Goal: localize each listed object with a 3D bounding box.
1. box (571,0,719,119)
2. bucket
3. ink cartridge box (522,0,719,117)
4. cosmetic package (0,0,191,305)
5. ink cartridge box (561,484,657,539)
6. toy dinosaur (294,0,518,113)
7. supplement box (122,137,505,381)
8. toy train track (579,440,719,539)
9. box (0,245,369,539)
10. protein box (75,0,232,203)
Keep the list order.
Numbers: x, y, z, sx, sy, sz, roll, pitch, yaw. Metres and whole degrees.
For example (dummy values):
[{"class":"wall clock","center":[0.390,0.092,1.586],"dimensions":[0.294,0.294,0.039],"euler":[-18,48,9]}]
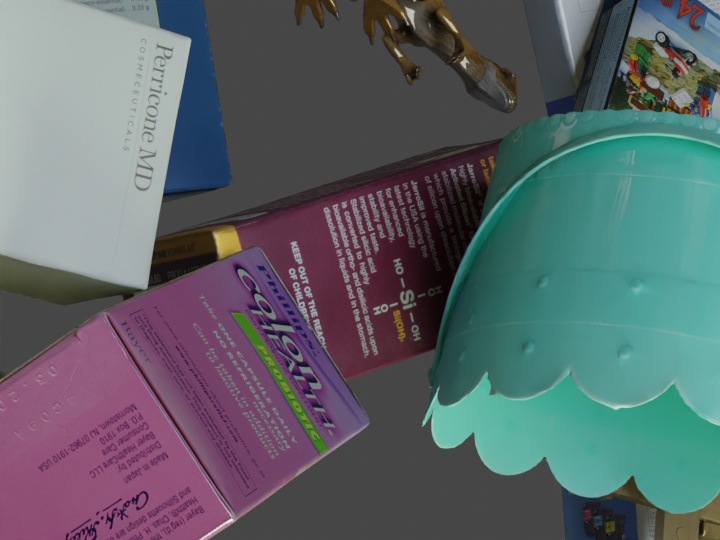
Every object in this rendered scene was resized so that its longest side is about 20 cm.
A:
[{"class":"box","center":[0.196,-0.046,1.428],"dimensions":[0.200,0.038,0.137],"euler":[32,53,-20]},{"class":"bucket","center":[0.136,0.021,1.242],"dimensions":[0.207,0.207,0.135],"euler":[18,73,-27]},{"class":"ink cartridge box","center":[0.144,-0.140,1.476],"dimensions":[0.119,0.042,0.200],"euler":[-12,88,-29]},{"class":"cosmetic package","center":[-0.177,-0.062,1.105],"dimensions":[0.200,0.081,0.113],"euler":[13,78,-28]},{"class":"ink cartridge box","center":[0.175,0.100,1.446],"dimensions":[0.136,0.076,0.200],"euler":[-1,86,-30]},{"class":"toy dinosaur","center":[0.012,-0.159,1.404],"dimensions":[0.106,0.060,0.200],"euler":[-42,112,-51]},{"class":"supplement box","center":[0.000,0.000,1.337],"dimensions":[0.200,0.110,0.086],"euler":[-18,95,-30]},{"class":"toy train track","center":[0.181,0.119,1.390],"dimensions":[0.200,0.033,0.115],"euler":[18,69,-33]},{"class":"box","center":[-0.115,0.086,1.161],"dimensions":[0.176,0.200,0.097],"euler":[-33,89,17]},{"class":"protein box","center":[-0.185,-0.117,1.230],"dimensions":[0.198,0.135,0.200],"euler":[-9,89,-30]}]
